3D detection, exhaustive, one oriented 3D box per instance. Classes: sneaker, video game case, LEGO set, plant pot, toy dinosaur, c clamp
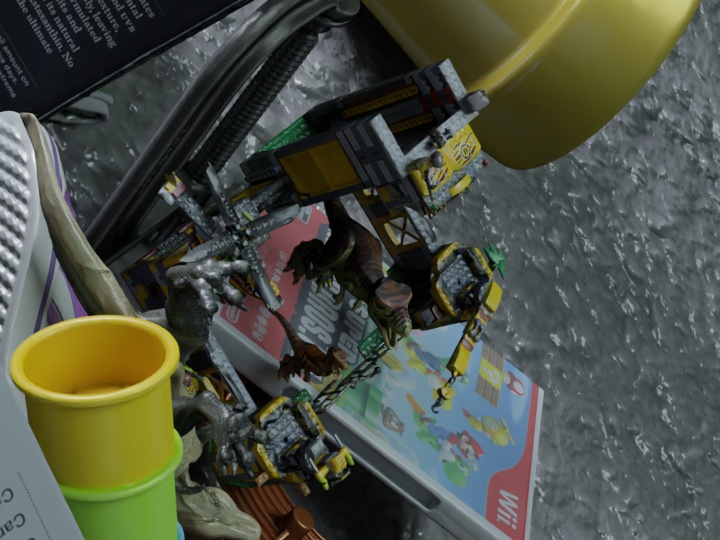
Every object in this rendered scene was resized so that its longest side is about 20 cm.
[{"bbox_3d":[-0.127,0.042,0.782,0.114,0.072,0.201,21,65,-54],"label":"sneaker"},{"bbox_3d":[0.010,0.047,0.956,0.200,0.017,0.143,39,30,-15],"label":"video game case"},{"bbox_3d":[0.000,0.000,0.835,0.200,0.116,0.154,-31,101,-38],"label":"LEGO set"},{"bbox_3d":[0.077,-0.192,1.127,0.189,0.201,0.201,35,43,-19],"label":"plant pot"},{"bbox_3d":[-0.074,0.034,0.725,0.047,0.088,0.201,-34,113,-38],"label":"toy dinosaur"},{"bbox_3d":[-0.061,-0.067,0.839,0.027,0.200,0.171,45,41,5],"label":"c clamp"}]

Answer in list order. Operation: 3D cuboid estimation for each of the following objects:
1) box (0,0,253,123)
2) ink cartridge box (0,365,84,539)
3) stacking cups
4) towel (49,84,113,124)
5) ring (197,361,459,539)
[{"bbox_3d":[-0.065,-0.176,0.829,0.124,0.198,0.200,61,29,-10],"label":"box"},{"bbox_3d":[-0.174,0.109,0.551,0.199,0.041,0.201,-36,124,-26],"label":"ink cartridge box"},{"bbox_3d":[-0.086,0.117,0.711,0.061,0.060,0.201,-51,142,-55],"label":"stacking cups"},{"bbox_3d":[-0.184,-0.167,0.860,0.149,0.031,0.201,10,61,-57],"label":"towel"},{"bbox_3d":[0.004,0.094,0.927,0.200,0.019,0.201,33,30,-22],"label":"ring"}]
